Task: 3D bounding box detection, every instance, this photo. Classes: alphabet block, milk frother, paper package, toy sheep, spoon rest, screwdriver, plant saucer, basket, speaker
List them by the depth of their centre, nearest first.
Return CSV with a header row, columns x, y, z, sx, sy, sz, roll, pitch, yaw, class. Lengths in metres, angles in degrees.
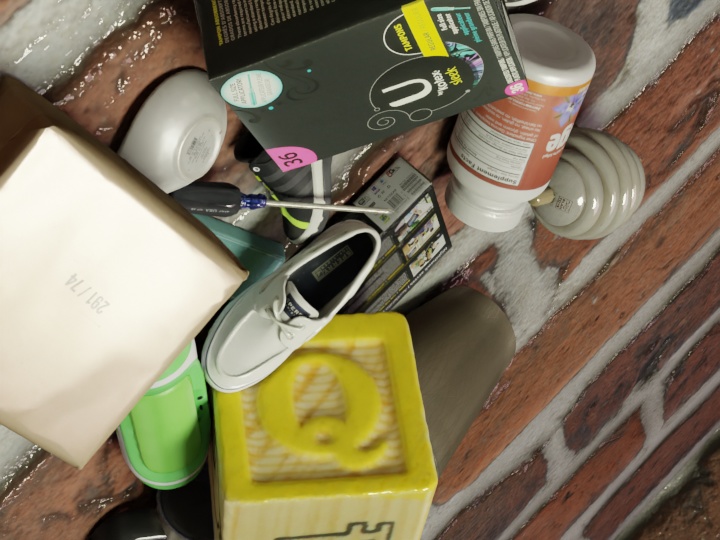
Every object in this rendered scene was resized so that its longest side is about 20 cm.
x,y,z,sx,sy,sz,roll,pitch,yaw,class
-0.214,0.005,0.916,0.191,0.103,0.200,-49,130,0,paper package
-0.167,-0.064,1.038,0.202,0.060,0.099,-62,154,-3,spoon rest
-0.063,-0.059,1.119,0.197,0.028,0.029,-1,118,-18,screwdriver
-0.132,-0.010,1.186,0.070,0.019,0.199,-54,152,8,plant saucer
-0.181,0.114,1.197,0.088,0.088,0.201,-35,150,-24,speaker
-0.045,0.176,1.277,0.193,0.197,0.201,-4,143,-10,alphabet block
-0.175,0.340,1.372,0.179,0.200,0.190,-15,138,-41,milk frother
0.245,-0.098,1.509,0.199,0.138,0.139,-21,142,-42,toy sheep
0.078,0.120,1.522,0.200,0.180,0.136,-40,173,-35,basket

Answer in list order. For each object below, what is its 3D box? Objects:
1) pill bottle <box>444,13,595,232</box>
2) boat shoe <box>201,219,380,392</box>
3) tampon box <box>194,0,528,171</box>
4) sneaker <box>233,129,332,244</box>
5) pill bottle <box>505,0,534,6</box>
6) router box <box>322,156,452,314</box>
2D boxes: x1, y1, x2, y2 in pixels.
x,y,z,sx,sy,sz,roll,pitch,yaw,class
0.150,-0.142,1.334,0.111,0.112,0.202,-23,144,-40,pill bottle
-0.062,0.028,1.179,0.200,0.074,0.065,-48,-172,-8,boat shoe
-0.001,-0.182,0.951,0.197,0.128,0.150,-18,154,12,tampon box
-0.069,-0.101,1.137,0.082,0.072,0.201,-7,140,-13,sneaker
0.094,-0.293,1.056,0.113,0.112,0.199,-53,152,9,pill bottle
0.000,0.000,1.355,0.200,0.051,0.149,-45,154,-9,router box
